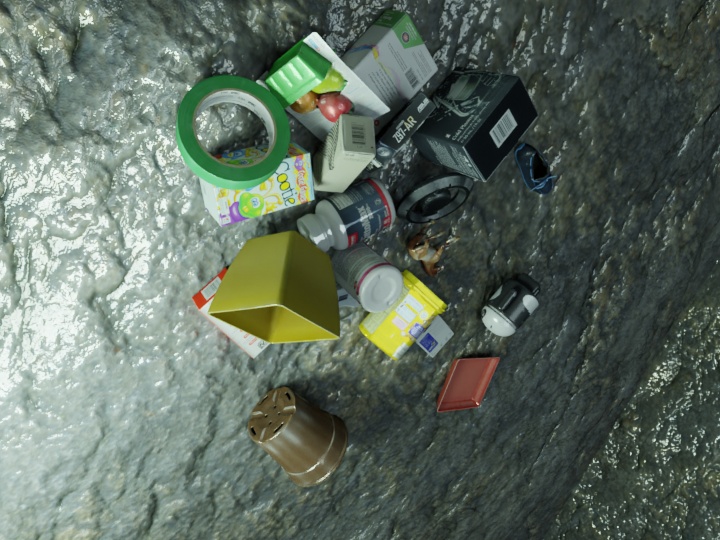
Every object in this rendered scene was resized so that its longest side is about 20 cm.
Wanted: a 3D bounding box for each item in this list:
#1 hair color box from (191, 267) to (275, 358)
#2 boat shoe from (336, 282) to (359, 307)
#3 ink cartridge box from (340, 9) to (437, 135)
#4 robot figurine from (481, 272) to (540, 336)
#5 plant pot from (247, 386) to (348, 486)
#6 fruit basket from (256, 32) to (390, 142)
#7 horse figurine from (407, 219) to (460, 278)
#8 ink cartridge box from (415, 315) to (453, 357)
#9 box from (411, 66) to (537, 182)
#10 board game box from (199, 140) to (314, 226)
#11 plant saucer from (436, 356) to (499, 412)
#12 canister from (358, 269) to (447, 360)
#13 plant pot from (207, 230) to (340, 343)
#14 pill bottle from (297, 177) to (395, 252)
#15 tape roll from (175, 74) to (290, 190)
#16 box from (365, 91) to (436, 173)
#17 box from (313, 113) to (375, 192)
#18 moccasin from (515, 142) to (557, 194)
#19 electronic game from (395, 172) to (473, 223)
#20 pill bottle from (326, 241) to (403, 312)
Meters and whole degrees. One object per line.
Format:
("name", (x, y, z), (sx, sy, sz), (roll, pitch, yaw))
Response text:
("hair color box", (-0.268, 0.097, 1.278), (0.101, 0.061, 0.200), (-42, 131, -7))
("boat shoe", (-0.054, 0.052, 1.398), (0.199, 0.065, 0.074), (-3, 112, -57))
("ink cartridge box", (0.041, -0.405, 1.184), (0.200, 0.084, 0.145), (-47, 132, -3))
("robot figurine", (0.457, 0.104, 1.747), (0.150, 0.125, 0.200), (41, 90, -25))
("plant pot", (-0.165, 0.408, 1.455), (0.200, 0.200, 0.198), (-44, 125, -5))
("fruit basket", (-0.071, -0.337, 1.090), (0.199, 0.185, 0.094), (31, 57, -33))
("horse figurine", (0.179, -0.058, 1.496), (0.132, 0.050, 0.199), (-43, 144, 20))
("ink cartridge box", (0.200, 0.177, 1.632), (0.100, 0.039, 0.200), (-47, 150, -2))
("box", (0.247, -0.331, 1.286), (0.200, 0.196, 0.124), (-51, 130, -5))
("board game box", (-0.205, -0.177, 1.133), (0.199, 0.103, 0.106), (-20, 126, -24))
("plant saucer", (0.344, 0.362, 1.875), (0.198, 0.037, 0.201), (4, 114, -36))
("canister", (0.110, 0.119, 1.515), (0.148, 0.087, 0.200), (41, 93, -16))
("plant pot", (-0.161, 0.033, 1.190), (0.200, 0.199, 0.178), (37, 53, -48))
("pill bottle", (-0.033, -0.115, 1.279), (0.199, 0.120, 0.120), (-29, 129, -18))
("tape roll", (-0.228, -0.248, 1.036), (0.199, 0.048, 0.202), (4, 78, -21))
("box", (0.069, -0.282, 1.204), (0.043, 0.200, 0.160), (40, 91, -10))
("box", (-0.037, -0.229, 1.149), (0.068, 0.200, 0.083), (1, 75, -21))
("moccasin", (0.487, -0.267, 1.585), (0.081, 0.068, 0.200), (-53, 132, 3))
("electronic game", (0.180, -0.173, 1.387), (0.198, 0.042, 0.200), (-17, 159, -7))
("pill bottle", (0.000, 0.000, 1.313), (0.113, 0.200, 0.114), (-17, 125, -26))
